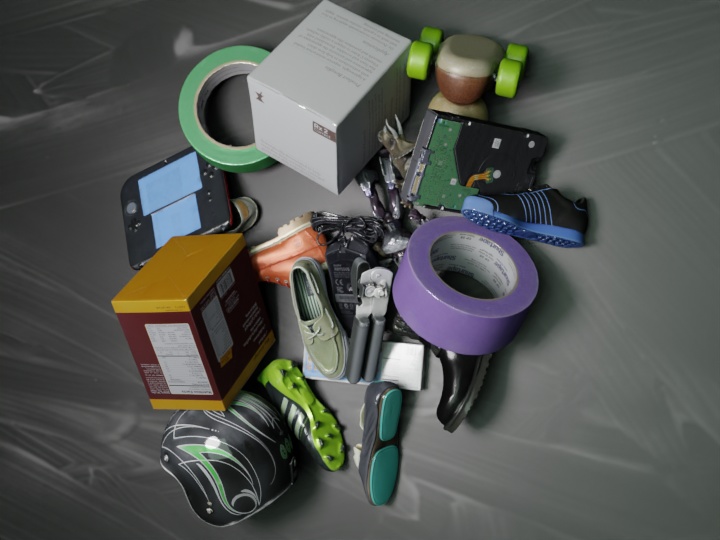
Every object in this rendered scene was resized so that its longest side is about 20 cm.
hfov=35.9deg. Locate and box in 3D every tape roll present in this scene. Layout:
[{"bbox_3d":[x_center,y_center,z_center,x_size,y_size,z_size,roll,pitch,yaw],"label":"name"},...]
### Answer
[{"bbox_3d":[0.152,0.020,1.618,0.199,0.200,0.085,34,136,16],"label":"tape roll"},{"bbox_3d":[-0.192,-0.261,1.796,0.199,0.048,0.202,-1,80,6],"label":"tape roll"}]

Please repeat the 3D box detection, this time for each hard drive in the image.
[{"bbox_3d":[0.167,-0.151,1.626,0.038,0.199,0.141,45,123,55],"label":"hard drive"}]

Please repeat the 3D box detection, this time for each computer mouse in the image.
[{"bbox_3d":[0.000,0.000,1.728,0.138,0.053,0.201,6,116,33],"label":"computer mouse"}]

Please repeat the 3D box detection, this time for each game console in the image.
[{"bbox_3d":[-0.306,-0.110,1.832,0.199,0.031,0.178,-24,56,17],"label":"game console"}]

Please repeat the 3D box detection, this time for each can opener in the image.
[{"bbox_3d":[0.010,0.078,1.694,0.052,0.066,0.201,-4,116,-23],"label":"can opener"}]

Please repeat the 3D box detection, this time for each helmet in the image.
[{"bbox_3d":[-0.209,0.279,1.741,0.199,0.200,0.191,-28,98,16],"label":"helmet"}]

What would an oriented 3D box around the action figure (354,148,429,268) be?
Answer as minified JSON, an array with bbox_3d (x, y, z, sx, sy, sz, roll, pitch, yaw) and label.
[{"bbox_3d":[0.043,-0.084,1.731,0.129,0.069,0.201,-17,87,12],"label":"action figure"}]

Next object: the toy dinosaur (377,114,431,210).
[{"bbox_3d":[0.112,-0.145,1.658,0.199,0.077,0.103,17,128,-14],"label":"toy dinosaur"}]

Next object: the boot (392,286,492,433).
[{"bbox_3d":[0.116,0.122,1.679,0.157,0.079,0.212,21,80,4],"label":"boot"}]

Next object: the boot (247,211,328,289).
[{"bbox_3d":[-0.135,0.000,1.788,0.199,0.075,0.108,-31,85,15],"label":"boot"}]

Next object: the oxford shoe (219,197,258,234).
[{"bbox_3d":[-0.259,-0.061,1.837,0.199,0.058,0.076,-31,82,17],"label":"oxford shoe"}]

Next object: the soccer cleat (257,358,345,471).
[{"bbox_3d":[-0.093,0.234,1.778,0.081,0.067,0.201,-33,87,45],"label":"soccer cleat"}]

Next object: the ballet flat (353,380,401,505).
[{"bbox_3d":[0.024,0.264,1.733,0.073,0.073,0.201,10,104,18],"label":"ballet flat"}]

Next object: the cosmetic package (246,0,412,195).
[{"bbox_3d":[-0.042,-0.260,1.664,0.164,0.165,0.200,30,62,19],"label":"cosmetic package"}]

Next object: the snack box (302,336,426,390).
[{"bbox_3d":[0.005,0.144,1.761,0.199,0.024,0.072,4,91,18],"label":"snack box"}]

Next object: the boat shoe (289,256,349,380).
[{"bbox_3d":[-0.072,0.079,1.729,0.072,0.062,0.201,-16,96,20],"label":"boat shoe"}]

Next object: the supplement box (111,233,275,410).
[{"bbox_3d":[-0.250,0.078,1.714,0.132,0.197,0.201,-2,120,24],"label":"supplement box"}]

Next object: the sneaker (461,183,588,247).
[{"bbox_3d":[0.243,-0.092,1.633,0.199,0.070,0.078,14,77,-17],"label":"sneaker"}]

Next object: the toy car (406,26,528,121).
[{"bbox_3d":[0.151,-0.246,1.682,0.163,0.158,0.201,13,119,9],"label":"toy car"}]
